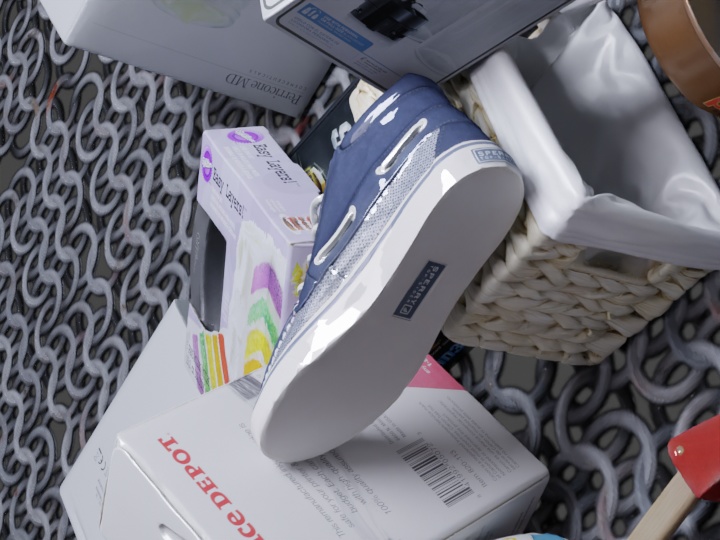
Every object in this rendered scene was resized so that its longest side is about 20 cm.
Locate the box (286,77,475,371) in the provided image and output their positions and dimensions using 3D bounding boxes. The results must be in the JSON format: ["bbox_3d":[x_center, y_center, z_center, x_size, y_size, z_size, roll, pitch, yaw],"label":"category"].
[{"bbox_3d":[0.020,-0.025,1.042,0.159,0.046,0.201,-45,48,36],"label":"box"}]

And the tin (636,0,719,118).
[{"bbox_3d":[0.183,-0.169,0.833,0.042,0.112,0.201,-25,60,45],"label":"tin"}]

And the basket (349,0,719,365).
[{"bbox_3d":[0.092,-0.058,0.895,0.123,0.135,0.200,-49,46,32],"label":"basket"}]

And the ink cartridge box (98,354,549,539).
[{"bbox_3d":[-0.021,0.125,0.890,0.147,0.200,0.083,44,137,26],"label":"ink cartridge box"}]

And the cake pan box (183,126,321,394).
[{"bbox_3d":[-0.064,0.023,1.067,0.200,0.052,0.185,-128,42,-56],"label":"cake pan box"}]

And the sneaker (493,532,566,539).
[{"bbox_3d":[0.066,0.222,0.895,0.077,0.081,0.200,55,142,33],"label":"sneaker"}]

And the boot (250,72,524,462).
[{"bbox_3d":[0.000,0.000,0.838,0.200,0.073,0.090,-52,44,17],"label":"boot"}]

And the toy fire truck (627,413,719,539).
[{"bbox_3d":[0.155,0.179,0.814,0.200,0.049,0.141,-47,46,33],"label":"toy fire truck"}]

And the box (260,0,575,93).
[{"bbox_3d":[0.058,-0.169,0.781,0.200,0.116,0.060,-29,55,29],"label":"box"}]

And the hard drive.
[{"bbox_3d":[-0.158,0.140,1.230,0.200,0.026,0.132,-56,43,24],"label":"hard drive"}]

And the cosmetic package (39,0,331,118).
[{"bbox_3d":[-0.093,-0.237,1.123,0.200,0.199,0.123,-57,42,23],"label":"cosmetic package"}]
